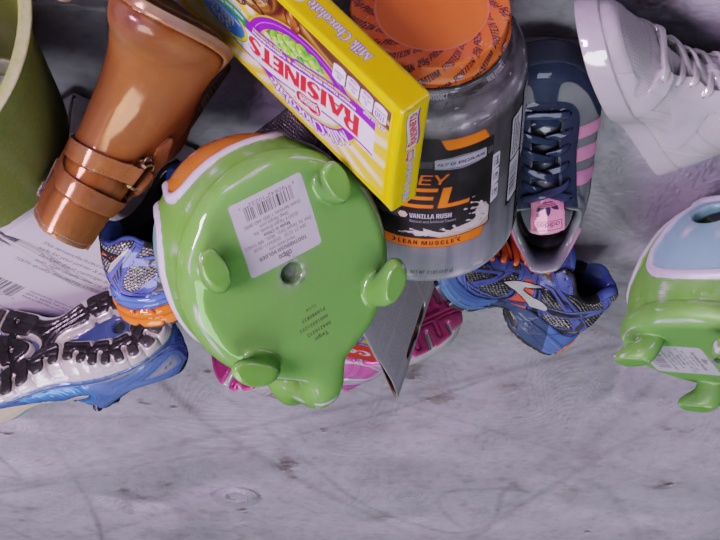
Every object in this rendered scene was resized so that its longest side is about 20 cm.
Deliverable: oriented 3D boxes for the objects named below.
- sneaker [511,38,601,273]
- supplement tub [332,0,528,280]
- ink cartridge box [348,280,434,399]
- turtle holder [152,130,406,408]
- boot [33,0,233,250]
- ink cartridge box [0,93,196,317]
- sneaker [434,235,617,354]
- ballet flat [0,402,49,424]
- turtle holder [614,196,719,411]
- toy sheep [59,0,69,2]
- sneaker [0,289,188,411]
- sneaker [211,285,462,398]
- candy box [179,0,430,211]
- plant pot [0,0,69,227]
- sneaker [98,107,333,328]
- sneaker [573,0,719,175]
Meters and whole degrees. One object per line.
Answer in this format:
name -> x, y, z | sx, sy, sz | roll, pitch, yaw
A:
sneaker -> 0.128, -0.072, 1.373 | 0.070, 0.082, 0.200 | -2, 150, 7
supplement tub -> 0.042, -0.096, 1.285 | 0.122, 0.123, 0.201 | 1, 144, 2
ink cartridge box -> 0.000, 0.000, 1.476 | 0.050, 0.109, 0.200 | 10, 155, 20
turtle holder -> -0.051, -0.005, 1.281 | 0.185, 0.141, 0.132 | 38, 178, -35
boot -> -0.146, -0.087, 1.245 | 0.074, 0.155, 0.200 | 37, 176, 12
ink cartridge box -> -0.205, -0.029, 1.468 | 0.144, 0.085, 0.200 | 24, 145, -35
sneaker -> 0.114, -0.008, 1.502 | 0.078, 0.076, 0.200 | -32, 144, 27
ballet flat -> -0.265, 0.077, 1.688 | 0.069, 0.070, 0.200 | 24, 144, -34
turtle holder -> 0.272, 0.017, 1.435 | 0.140, 0.132, 0.185 | 24, 158, -25
toy sheep -> -0.177, -0.225, 1.070 | 0.137, 0.139, 0.200 | -5, 156, 12
sneaker -> -0.214, 0.073, 1.486 | 0.199, 0.079, 0.089 | -9, 148, 20
sneaker -> -0.012, 0.052, 1.617 | 0.199, 0.082, 0.088 | -11, 163, 17
candy box -> -0.037, -0.130, 1.199 | 0.026, 0.200, 0.102 | -37, 158, -20
plant pot -> -0.264, -0.109, 1.256 | 0.199, 0.201, 0.190 | -3, 163, 10
sneaker -> -0.089, -0.048, 1.355 | 0.075, 0.200, 0.079 | 34, 161, 42
sneaker -> 0.211, -0.127, 1.290 | 0.115, 0.074, 0.200 | -13, 157, 22
